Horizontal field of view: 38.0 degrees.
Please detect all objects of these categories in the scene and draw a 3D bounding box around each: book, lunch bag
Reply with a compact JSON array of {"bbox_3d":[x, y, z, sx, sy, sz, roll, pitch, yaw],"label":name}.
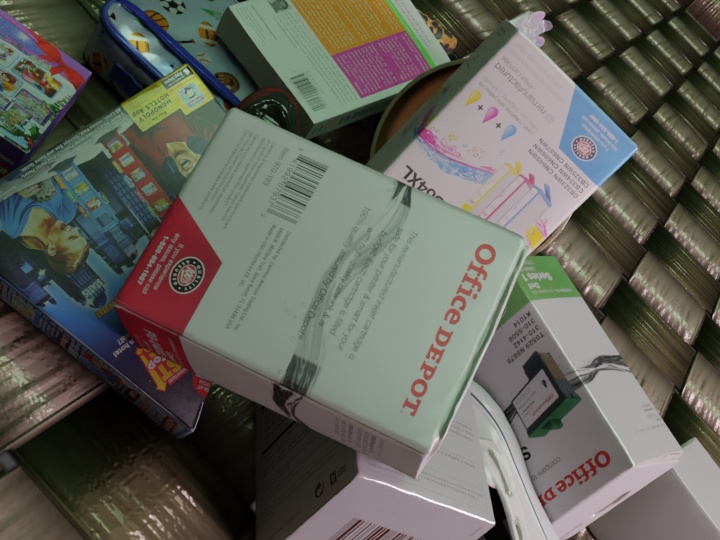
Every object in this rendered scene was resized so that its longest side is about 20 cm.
[{"bbox_3d":[-0.016,-0.204,0.965,0.200,0.048,0.134,-27,75,-41],"label":"book"},{"bbox_3d":[-0.138,-0.174,0.942,0.200,0.076,0.160,42,42,0],"label":"lunch bag"}]

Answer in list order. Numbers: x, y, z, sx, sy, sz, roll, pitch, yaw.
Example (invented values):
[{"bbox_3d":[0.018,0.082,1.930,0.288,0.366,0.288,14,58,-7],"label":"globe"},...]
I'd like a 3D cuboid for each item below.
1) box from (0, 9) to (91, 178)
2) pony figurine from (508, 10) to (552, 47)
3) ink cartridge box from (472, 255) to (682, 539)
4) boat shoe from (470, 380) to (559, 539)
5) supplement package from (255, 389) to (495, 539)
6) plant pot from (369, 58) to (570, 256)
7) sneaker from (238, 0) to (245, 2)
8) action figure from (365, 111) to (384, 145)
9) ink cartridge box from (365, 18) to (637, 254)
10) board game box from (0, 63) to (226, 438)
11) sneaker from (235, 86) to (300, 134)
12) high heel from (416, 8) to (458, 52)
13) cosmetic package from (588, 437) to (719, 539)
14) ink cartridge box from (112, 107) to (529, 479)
[{"bbox_3d":[-0.314,-0.164,0.776,0.200,0.039,0.137,35,34,-14],"label":"box"},{"bbox_3d":[0.169,-0.203,1.258,0.192,0.167,0.200,-22,49,-28],"label":"pony figurine"},{"bbox_3d":[0.145,0.110,0.871,0.084,0.146,0.200,0,52,-47],"label":"ink cartridge box"},{"bbox_3d":[0.088,0.168,0.819,0.066,0.072,0.201,3,58,-52],"label":"boat shoe"},{"bbox_3d":[0.002,0.107,0.743,0.117,0.117,0.201,24,37,-26],"label":"supplement package"},{"bbox_3d":[0.113,-0.093,1.003,0.186,0.186,0.200,46,7,4],"label":"plant pot"},{"bbox_3d":[-0.139,-0.352,1.155,0.200,0.071,0.080,39,28,-10],"label":"sneaker"},{"bbox_3d":[0.025,-0.200,1.136,0.200,0.134,0.149,43,-21,53],"label":"action figure"},{"bbox_3d":[0.092,-0.076,0.821,0.128,0.200,0.125,42,14,-9],"label":"ink cartridge box"},{"bbox_3d":[-0.137,0.000,0.698,0.200,0.062,0.200,-38,92,-23],"label":"board game box"},{"bbox_3d":[-0.091,-0.079,0.817,0.071,0.098,0.201,35,56,-11],"label":"sneaker"},{"bbox_3d":[0.047,-0.298,1.202,0.199,0.142,0.072,8,74,-21],"label":"high heel"},{"bbox_3d":[0.302,0.262,0.909,0.085,0.108,0.200,-8,60,-52],"label":"cosmetic package"},{"bbox_3d":[-0.020,0.014,0.627,0.199,0.083,0.146,25,68,8],"label":"ink cartridge box"}]
